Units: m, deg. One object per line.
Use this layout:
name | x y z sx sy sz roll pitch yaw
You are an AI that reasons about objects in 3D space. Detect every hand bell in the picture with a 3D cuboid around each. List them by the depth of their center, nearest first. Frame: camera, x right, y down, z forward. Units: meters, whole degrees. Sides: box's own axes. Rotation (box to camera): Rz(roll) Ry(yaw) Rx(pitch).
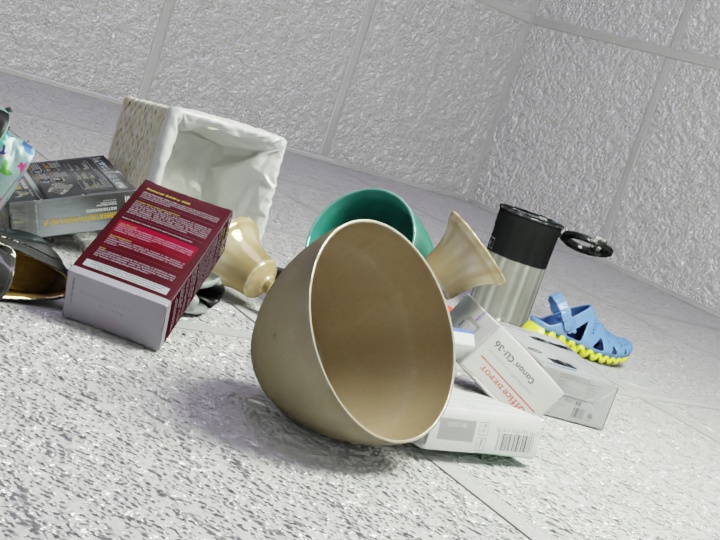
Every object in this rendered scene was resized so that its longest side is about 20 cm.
hand bell | 0.061 0.032 1.347 0.105 0.199 0.104 54 0 0
hand bell | -0.100 0.031 1.399 0.199 0.105 0.104 38 17 27

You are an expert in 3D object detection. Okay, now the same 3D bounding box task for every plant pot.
plant pot | -0.024 0.069 1.054 0.134 0.203 0.199 -19 -18 39

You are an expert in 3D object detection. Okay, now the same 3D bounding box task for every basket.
basket | -0.240 -0.122 1.592 0.197 0.202 0.160 10 7 -42

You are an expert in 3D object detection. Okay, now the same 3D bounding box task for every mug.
mug | 0.005 -0.010 1.465 0.183 0.154 0.114 -7 -28 22

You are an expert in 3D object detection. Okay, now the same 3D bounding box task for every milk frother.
milk frother | 0.306 0.006 1.949 0.198 0.190 0.180 22 11 18

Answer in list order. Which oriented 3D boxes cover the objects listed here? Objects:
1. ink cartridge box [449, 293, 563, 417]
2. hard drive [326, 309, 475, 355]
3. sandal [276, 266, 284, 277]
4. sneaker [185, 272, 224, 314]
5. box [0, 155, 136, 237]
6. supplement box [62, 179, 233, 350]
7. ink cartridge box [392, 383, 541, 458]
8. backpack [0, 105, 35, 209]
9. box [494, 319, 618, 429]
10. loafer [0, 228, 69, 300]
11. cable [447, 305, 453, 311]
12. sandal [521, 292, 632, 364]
ink cartridge box | 0.162 0.110 1.325 0.116 0.067 0.200 45 3 -15
hard drive | 0.009 0.079 1.244 0.198 0.026 0.131 11 -24 -39
sandal | -0.052 0.034 1.561 0.198 0.043 0.076 15 0 9
sneaker | -0.216 0.003 1.335 0.114 0.076 0.200 21 19 -16
box | -0.378 -0.095 1.444 0.157 0.049 0.200 -9 21 -23
supplement box | -0.217 -0.011 1.189 0.108 0.061 0.201 20 34 4
ink cartridge box | 0.066 0.142 1.192 0.160 0.051 0.199 11 2 -38
backpack | -0.448 -0.118 1.223 0.150 0.178 0.200 39 -7 -31
box | 0.241 0.133 1.501 0.115 0.061 0.200 17 10 -15
loafer | -0.355 -0.006 1.089 0.072 0.074 0.199 29 14 28
cable | 0.114 0.075 1.601 0.096 0.051 0.200 22 9 22
sandal | 0.367 0.096 1.882 0.198 0.088 0.079 18 8 -20
